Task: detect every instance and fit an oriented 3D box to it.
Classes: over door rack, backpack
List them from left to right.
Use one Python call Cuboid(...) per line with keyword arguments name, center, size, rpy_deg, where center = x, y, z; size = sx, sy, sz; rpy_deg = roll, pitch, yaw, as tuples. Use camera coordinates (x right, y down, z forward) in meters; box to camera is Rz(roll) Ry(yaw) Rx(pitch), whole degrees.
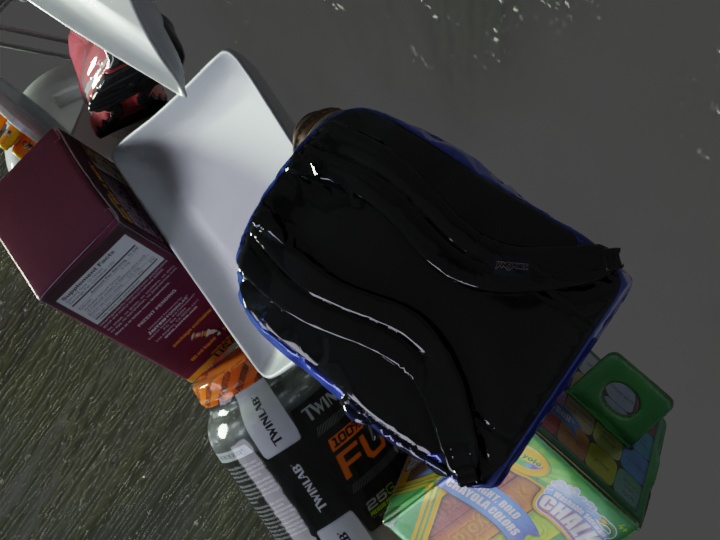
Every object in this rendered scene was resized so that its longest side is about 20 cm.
Cuboid(name="over door rack", center=(-0.246, -0.192, 1.787), size=(0.199, 0.067, 0.148), rpy_deg=(22, 177, -10))
Cuboid(name="backpack", center=(0.032, 0.015, 1.294), size=(0.199, 0.163, 0.168), rpy_deg=(34, 178, 8))

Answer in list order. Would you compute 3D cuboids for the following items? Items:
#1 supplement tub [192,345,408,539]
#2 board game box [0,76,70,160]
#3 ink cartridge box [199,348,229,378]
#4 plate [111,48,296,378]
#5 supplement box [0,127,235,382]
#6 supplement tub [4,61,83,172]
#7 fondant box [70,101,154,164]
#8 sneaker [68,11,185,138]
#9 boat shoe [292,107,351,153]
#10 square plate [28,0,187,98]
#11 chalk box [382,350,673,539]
Cuboid(name="supplement tub", center=(-0.033, 0.143, 1.709), size=(0.201, 0.122, 0.123), rpy_deg=(56, 171, -7))
Cuboid(name="board game box", center=(-0.263, -0.113, 1.768), size=(0.200, 0.026, 0.200), rpy_deg=(41, -178, 37))
Cuboid(name="ink cartridge box", center=(-0.099, 0.012, 1.962), size=(0.045, 0.177, 0.200), rpy_deg=(33, 174, 21))
Cuboid(name="plate", center=(-0.068, -0.039, 1.551), size=(0.201, 0.032, 0.199), rpy_deg=(55, 144, -1))
Cuboid(name="supplement box", center=(-0.174, -0.009, 1.686), size=(0.200, 0.086, 0.111), rpy_deg=(34, -165, -53))
Cuboid(name="supplement tub", center=(-0.233, -0.099, 2.003), size=(0.144, 0.145, 0.200), rpy_deg=(35, 175, 2))
Cuboid(name="fondant box", center=(-0.118, -0.072, 1.770), size=(0.144, 0.059, 0.200), rpy_deg=(18, 170, 26))
Cuboid(name="sneaker", center=(-0.179, -0.157, 1.595), size=(0.087, 0.073, 0.200), rpy_deg=(62, 165, 5))
Cuboid(name="boat shoe", center=(0.033, -0.030, 1.412), size=(0.200, 0.072, 0.068), rpy_deg=(45, 176, -24))
Cuboid(name="square plate", center=(-0.199, -0.206, 1.424), size=(0.198, 0.029, 0.200), rpy_deg=(33, 167, 21))
Cuboid(name="chalk box", center=(0.135, 0.135, 1.632), size=(0.124, 0.200, 0.124), rpy_deg=(41, -144, -11))
